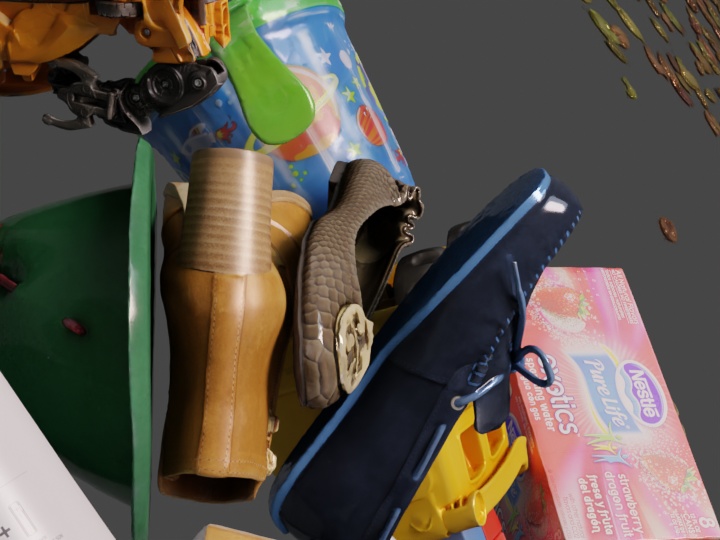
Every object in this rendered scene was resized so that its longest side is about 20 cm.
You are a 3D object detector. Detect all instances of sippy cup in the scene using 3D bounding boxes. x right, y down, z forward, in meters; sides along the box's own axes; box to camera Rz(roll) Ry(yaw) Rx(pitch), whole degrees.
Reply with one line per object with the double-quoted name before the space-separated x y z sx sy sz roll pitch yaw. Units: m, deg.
"sippy cup" -0.041 -0.069 0.898 0.131 0.139 0.178 58 32 8

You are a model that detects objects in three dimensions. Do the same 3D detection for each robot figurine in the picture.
"robot figurine" -0.141 -0.136 0.719 0.058 0.199 0.146 -47 138 -63

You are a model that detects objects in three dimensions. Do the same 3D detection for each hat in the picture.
"hat" -0.174 0.020 0.685 0.175 0.166 0.201 1 42 -7

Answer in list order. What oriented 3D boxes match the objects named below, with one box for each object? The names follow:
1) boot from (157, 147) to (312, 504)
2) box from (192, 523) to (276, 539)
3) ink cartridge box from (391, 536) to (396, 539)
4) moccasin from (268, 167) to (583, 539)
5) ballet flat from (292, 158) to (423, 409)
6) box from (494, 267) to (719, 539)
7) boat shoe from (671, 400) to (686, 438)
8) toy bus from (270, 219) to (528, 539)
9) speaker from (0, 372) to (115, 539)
"boot" -0.062 0.031 0.734 0.201 0.070 0.145 105 -10 -84
"box" 0.015 0.187 0.604 0.199 0.098 0.125 16 64 -11
"ink cartridge box" 0.022 0.243 0.750 0.200 0.043 0.174 48 47 -16
"moccasin" 0.039 0.046 0.733 0.068 0.200 0.081 37 16 -4
"ballet flat" 0.000 0.000 0.742 0.200 0.046 0.068 -74 168 -66
"box" 0.125 0.102 0.959 0.094 0.103 0.201 0 47 -15
"boat shoe" 0.204 0.128 1.160 0.063 0.073 0.200 42 28 -19
"toy bus" 0.033 0.085 0.873 0.193 0.135 0.200 67 23 -5
"speaker" -0.149 0.063 0.546 0.200 0.081 0.081 55 26 1
